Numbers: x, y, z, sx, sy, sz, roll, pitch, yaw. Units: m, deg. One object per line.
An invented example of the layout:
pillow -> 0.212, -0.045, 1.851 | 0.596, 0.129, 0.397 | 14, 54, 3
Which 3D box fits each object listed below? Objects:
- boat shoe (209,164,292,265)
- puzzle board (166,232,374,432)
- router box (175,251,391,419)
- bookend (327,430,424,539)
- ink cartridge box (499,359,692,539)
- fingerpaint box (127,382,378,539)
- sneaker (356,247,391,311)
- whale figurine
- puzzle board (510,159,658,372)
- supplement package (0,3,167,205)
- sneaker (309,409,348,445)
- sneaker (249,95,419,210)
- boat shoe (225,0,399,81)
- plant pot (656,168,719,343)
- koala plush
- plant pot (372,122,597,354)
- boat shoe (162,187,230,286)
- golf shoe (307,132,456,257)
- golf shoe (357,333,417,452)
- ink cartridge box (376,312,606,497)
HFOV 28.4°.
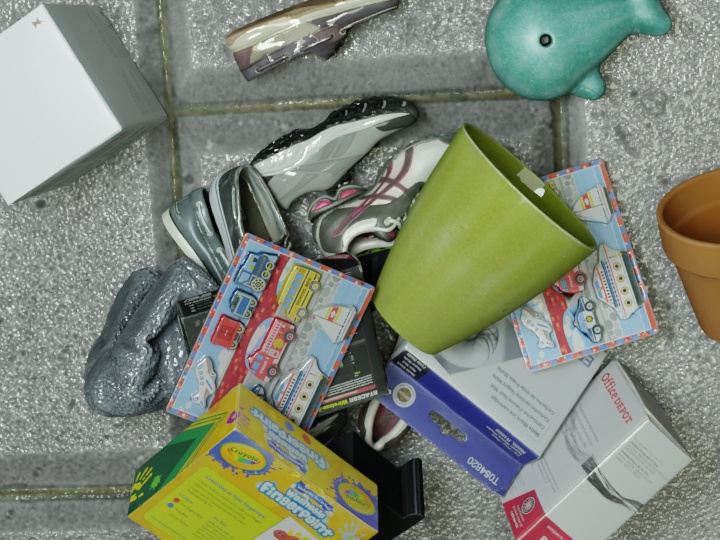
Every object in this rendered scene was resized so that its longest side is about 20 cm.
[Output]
boat shoe -> -0.110, -0.021, 1.572 | 0.072, 0.071, 0.201 | -25, 88, -30
puzzle board -> -0.090, 0.080, 1.446 | 0.150, 0.017, 0.201 | 22, 100, -19
router box -> -0.080, 0.082, 1.492 | 0.198, 0.062, 0.151 | -16, 108, -10
bookend -> -0.069, 0.236, 1.558 | 0.198, 0.092, 0.200 | -37, 118, 24
ink cartridge box -> 0.252, 0.216, 1.569 | 0.083, 0.145, 0.200 | 41, 102, -19
fingerpaint box -> -0.107, 0.234, 1.455 | 0.200, 0.074, 0.167 | 38, 116, -24
sneaker -> 0.000, 0.000, 1.602 | 0.083, 0.072, 0.200 | 43, 102, -1
whale figurine -> 0.230, -0.258, 1.514 | 0.198, 0.104, 0.161 | -17, 98, 9
puzzle board -> 0.225, -0.006, 1.562 | 0.149, 0.017, 0.202 | -17, 84, 0
supplement package -> -0.329, -0.183, 1.539 | 0.150, 0.200, 0.153 | -32, 95, 10
sneaker -> -0.084, 0.227, 1.661 | 0.200, 0.074, 0.080 | -41, 108, 16
sneaker -> -0.022, -0.134, 1.588 | 0.199, 0.074, 0.080 | -24, 108, 15
boat shoe -> -0.047, -0.262, 1.565 | 0.198, 0.072, 0.065 | -17, 110, 6
plant pot -> 0.421, -0.010, 1.504 | 0.198, 0.200, 0.141 | -10, 115, 8
koala plush -> -0.190, 0.116, 1.593 | 0.199, 0.177, 0.185 | 36, 70, -24
plant pot -> 0.111, -0.015, 1.480 | 0.187, 0.187, 0.200 | 41, 105, -2
boat shoe -> -0.141, -0.007, 1.617 | 0.062, 0.073, 0.200 | -41, 89, 15
golf shoe -> 0.041, -0.073, 1.555 | 0.199, 0.077, 0.088 | -31, 54, 5
golf shoe -> 0.060, 0.119, 1.610 | 0.077, 0.088, 0.201 | 25, 100, 3
ink cartridge box -> 0.142, 0.113, 1.576 | 0.199, 0.041, 0.201 | 37, 76, -6
